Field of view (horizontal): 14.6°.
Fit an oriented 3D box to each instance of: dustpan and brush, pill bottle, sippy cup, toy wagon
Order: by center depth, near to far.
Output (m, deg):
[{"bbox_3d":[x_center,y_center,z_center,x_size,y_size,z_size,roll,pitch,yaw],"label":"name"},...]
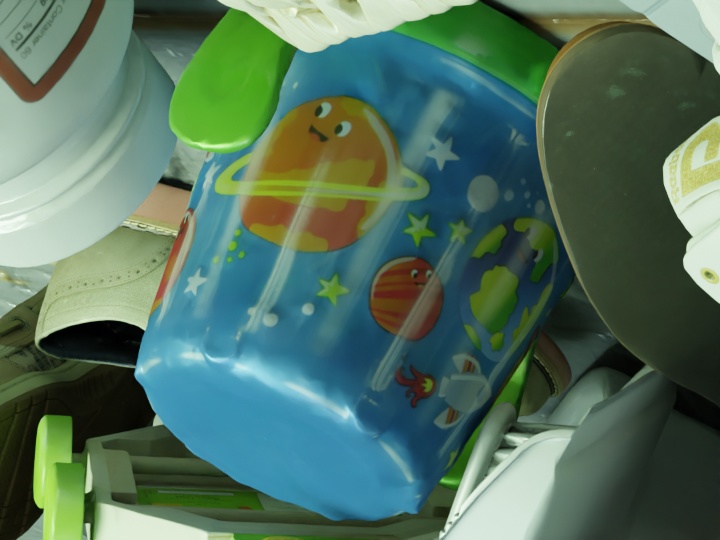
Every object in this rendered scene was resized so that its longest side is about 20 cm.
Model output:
[{"bbox_3d":[-0.139,-0.092,0.833,0.112,0.112,0.200,6,148,37],"label":"pill bottle"},{"bbox_3d":[0.026,0.106,0.847,0.057,0.200,0.140,26,-164,16],"label":"dustpan and brush"},{"bbox_3d":[0.000,0.000,0.855,0.178,0.131,0.140,34,155,-18],"label":"sippy cup"},{"bbox_3d":[-0.028,0.084,0.934,0.155,0.040,0.200,3,-170,-9],"label":"toy wagon"}]

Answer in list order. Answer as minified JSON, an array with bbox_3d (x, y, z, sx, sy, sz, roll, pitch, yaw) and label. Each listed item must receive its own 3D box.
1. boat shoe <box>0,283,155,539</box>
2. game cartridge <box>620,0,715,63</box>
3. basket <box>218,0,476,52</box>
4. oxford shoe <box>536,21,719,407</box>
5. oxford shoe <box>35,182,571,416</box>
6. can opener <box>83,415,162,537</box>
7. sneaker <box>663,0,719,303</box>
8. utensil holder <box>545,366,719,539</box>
[{"bbox_3d":[-0.135,0.053,1.053,0.063,0.073,0.200,27,-160,15],"label":"boat shoe"},{"bbox_3d":[0.152,-0.065,0.692,0.200,0.042,0.133,32,159,-11],"label":"game cartridge"},{"bbox_3d":[-0.030,-0.151,0.584,0.200,0.136,0.123,35,156,-17],"label":"basket"},{"bbox_3d":[0.101,-0.009,0.810,0.071,0.071,0.200,-32,131,10],"label":"oxford shoe"},{"bbox_3d":[-0.023,0.028,0.999,0.200,0.074,0.071,13,153,27],"label":"oxford shoe"},{"bbox_3d":[-0.106,0.082,1.162,0.067,0.054,0.200,6,178,-29],"label":"can opener"},{"bbox_3d":[0.104,-0.033,0.674,0.115,0.074,0.200,-7,140,46],"label":"sneaker"},{"bbox_3d":[0.134,0.153,0.978,0.200,0.170,0.170,27,156,-4],"label":"utensil holder"}]
